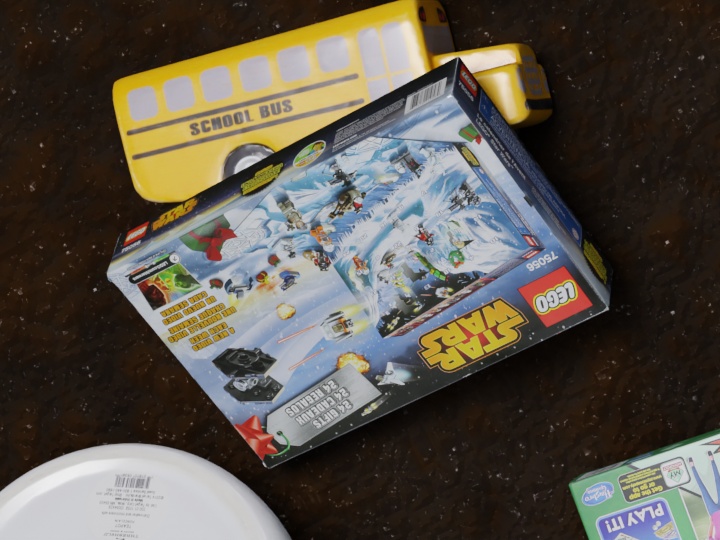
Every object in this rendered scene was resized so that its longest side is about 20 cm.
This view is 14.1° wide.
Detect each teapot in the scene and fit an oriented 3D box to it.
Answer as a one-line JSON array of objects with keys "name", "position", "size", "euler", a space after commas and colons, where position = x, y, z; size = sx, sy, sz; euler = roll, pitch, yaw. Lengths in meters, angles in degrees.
[{"name": "teapot", "position": [-0.111, 0.190, 1.421], "size": [0.197, 0.146, 0.200], "euler": [-36, 61, -9]}]

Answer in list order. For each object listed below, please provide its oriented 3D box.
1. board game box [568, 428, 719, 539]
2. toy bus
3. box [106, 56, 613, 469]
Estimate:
[{"name": "board game box", "position": [0.212, 0.130, 1.355], "size": [0.200, 0.029, 0.135], "euler": [-21, 89, 21]}, {"name": "toy bus", "position": [-0.013, -0.080, 1.408], "size": [0.200, 0.065, 0.078], "euler": [-14, 88, 17]}, {"name": "box", "position": [0.000, 0.000, 1.379], "size": [0.200, 0.040, 0.137], "euler": [-26, 117, 24]}]
